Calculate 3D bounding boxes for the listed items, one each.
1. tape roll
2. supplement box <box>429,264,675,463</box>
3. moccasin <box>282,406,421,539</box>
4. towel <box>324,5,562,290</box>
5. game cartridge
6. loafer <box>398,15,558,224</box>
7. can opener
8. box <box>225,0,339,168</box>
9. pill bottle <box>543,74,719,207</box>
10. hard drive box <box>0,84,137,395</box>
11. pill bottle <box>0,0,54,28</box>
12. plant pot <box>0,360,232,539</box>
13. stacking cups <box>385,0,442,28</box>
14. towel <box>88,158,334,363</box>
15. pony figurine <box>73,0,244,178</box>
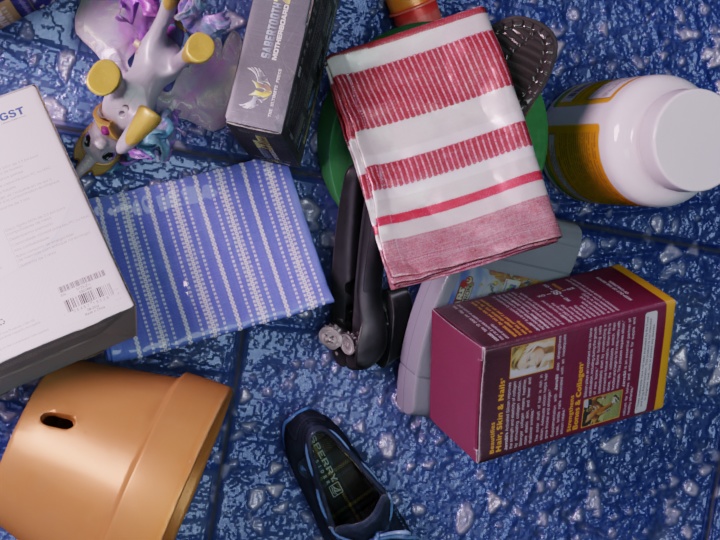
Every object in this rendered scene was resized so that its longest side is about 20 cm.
[{"bbox_3d":[0.063,-0.112,1.191,0.198,0.048,0.203,-5,110,-14],"label":"tape roll"},{"bbox_3d":[0.164,0.077,1.184,0.198,0.086,0.111,-12,118,-25],"label":"supplement box"},{"bbox_3d":[-0.008,0.216,1.208,0.080,0.068,0.201,-39,104,-10],"label":"moccasin"},{"bbox_3d":[0.064,-0.099,1.093,0.143,0.023,0.202,-17,82,0],"label":"towel"},{"bbox_3d":[0.108,0.041,1.211,0.132,0.041,0.202,9,107,-36],"label":"game cartridge"},{"bbox_3d":[0.092,-0.122,1.143,0.073,0.071,0.201,35,87,8],"label":"loafer"},{"bbox_3d":[0.000,0.000,1.171,0.078,0.063,0.202,-34,133,-41],"label":"can opener"},{"bbox_3d":[-0.055,-0.195,1.106,0.050,0.158,0.202,13,86,5],"label":"box"},{"bbox_3d":[0.242,-0.111,1.189,0.110,0.200,0.112,-1,95,-16],"label":"pill bottle"},{"bbox_3d":[-0.279,-0.018,1.043,0.155,0.077,0.201,-22,75,-16],"label":"hard drive box"},{"bbox_3d":[-0.286,-0.250,1.056,0.199,0.120,0.120,-28,102,-4],"label":"pill bottle"},{"bbox_3d":[-0.203,0.160,1.091,0.139,0.200,0.202,22,88,-1],"label":"plant pot"},{"bbox_3d":[0.030,-0.287,1.187,0.060,0.060,0.201,-27,104,-13],"label":"stacking cups"},{"bbox_3d":[-0.136,-0.014,1.147,0.198,0.024,0.146,-15,74,-14],"label":"towel"},{"bbox_3d":[-0.166,-0.162,1.086,0.166,0.200,0.194,35,68,-9],"label":"pony figurine"}]
